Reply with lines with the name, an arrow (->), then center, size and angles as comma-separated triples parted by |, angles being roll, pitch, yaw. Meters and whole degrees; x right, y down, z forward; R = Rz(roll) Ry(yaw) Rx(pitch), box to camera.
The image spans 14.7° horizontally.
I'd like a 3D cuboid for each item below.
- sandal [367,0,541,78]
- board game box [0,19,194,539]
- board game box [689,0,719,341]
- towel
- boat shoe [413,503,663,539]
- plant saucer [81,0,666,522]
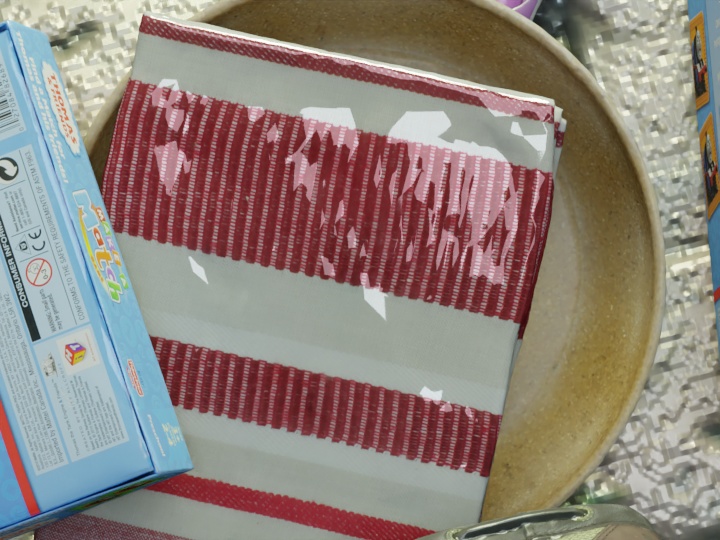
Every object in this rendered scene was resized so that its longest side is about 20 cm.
sandal -> 0.030, -0.104, 0.952 | 0.082, 0.050, 0.203 | 30, 82, 3
board game box -> -0.170, 0.028, 0.900 | 0.200, 0.037, 0.152 | -21, 82, 15
board game box -> 0.137, -0.058, 0.890 | 0.037, 0.151, 0.200 | -4, 82, -4
towel -> -0.022, 0.029, 0.900 | 0.144, 0.023, 0.200 | 12, 97, 3
boat shoe -> 0.004, 0.122, 0.865 | 0.200, 0.066, 0.072 | -16, 117, 4
plant saucer -> 0.000, 0.000, 0.923 | 0.200, 0.035, 0.201 | 0, 98, 3
